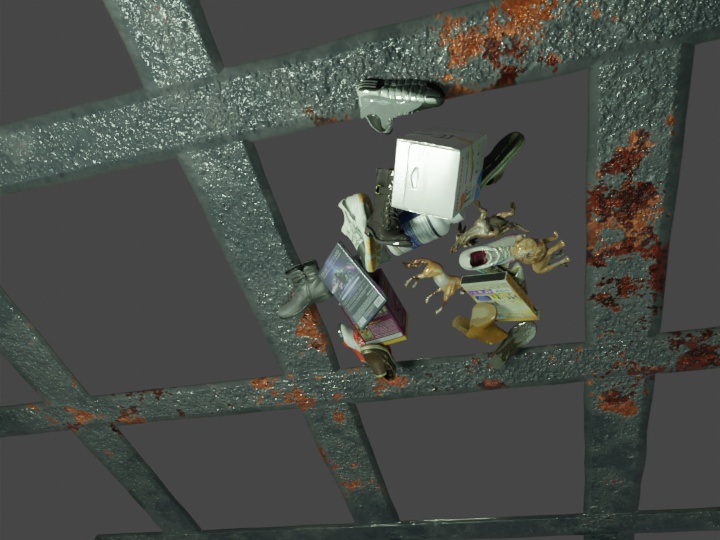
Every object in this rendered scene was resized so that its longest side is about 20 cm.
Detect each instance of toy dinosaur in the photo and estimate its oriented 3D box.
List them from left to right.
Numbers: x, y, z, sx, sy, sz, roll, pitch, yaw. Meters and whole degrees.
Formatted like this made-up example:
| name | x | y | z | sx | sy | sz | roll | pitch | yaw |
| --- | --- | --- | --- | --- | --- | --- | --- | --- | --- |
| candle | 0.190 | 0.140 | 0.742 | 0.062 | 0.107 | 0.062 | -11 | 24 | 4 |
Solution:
| name | x | y | z | sx | sy | sz | roll | pitch | yaw |
| --- | --- | --- | --- | --- | --- | --- | --- | --- | --- |
| toy dinosaur | 0.321 | -0.106 | 1.367 | 0.196 | 0.087 | 0.136 | -3 | 155 | -19 |

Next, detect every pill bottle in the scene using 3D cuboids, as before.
| name | x | y | z | sx | sy | sz | roll | pitch | yaw |
| --- | --- | --- | --- | --- | --- | --- | --- | --- | --- |
| pill bottle | 0.156 | -0.125 | 1.351 | 0.197 | 0.112 | 0.112 | -24 | 122 | 23 |

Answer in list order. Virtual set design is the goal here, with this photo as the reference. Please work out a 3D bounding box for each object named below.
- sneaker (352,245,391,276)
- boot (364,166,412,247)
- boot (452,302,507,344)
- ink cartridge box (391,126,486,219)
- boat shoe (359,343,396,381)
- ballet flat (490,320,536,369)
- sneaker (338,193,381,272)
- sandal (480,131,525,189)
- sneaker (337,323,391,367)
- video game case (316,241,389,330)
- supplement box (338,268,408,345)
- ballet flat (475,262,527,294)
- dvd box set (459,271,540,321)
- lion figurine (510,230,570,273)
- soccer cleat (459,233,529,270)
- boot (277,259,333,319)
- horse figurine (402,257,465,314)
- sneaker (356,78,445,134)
| name | x | y | z | sx | sy | sz | roll | pitch | yaw |
| --- | --- | --- | --- | --- | --- | --- | --- | --- | --- |
| sneaker | 0.000 | 0.000 | 1.486 | 0.082 | 0.075 | 0.199 | 43 | 120 | -18 |
| boot | 0.071 | -0.153 | 1.260 | 0.068 | 0.199 | 0.178 | 5 | 104 | -31 |
| boot | 0.372 | 0.157 | 1.550 | 0.142 | 0.072 | 0.201 | 23 | 155 | -18 |
| ink cartridge box | 0.174 | -0.218 | 1.177 | 0.142 | 0.200 | 0.150 | 14 | 118 | 24 |
| boat shoe | 0.061 | 0.276 | 1.594 | 0.074 | 0.076 | 0.202 | -18 | 148 | 21 |
| ballet flat | 0.463 | 0.221 | 1.637 | 0.067 | 0.046 | 0.202 | 39 | 122 | 15 |
| sneaker | -0.003 | -0.095 | 1.396 | 0.086 | 0.075 | 0.204 | -7 | 98 | 27 |
| sandal | 0.313 | -0.237 | 1.272 | 0.057 | 0.081 | 0.200 | 27 | 127 | -32 |
| sneaker | 0.019 | 0.215 | 1.664 | 0.107 | 0.068 | 0.202 | -23 | 126 | 21 |
| video game case | -0.024 | 0.042 | 1.431 | 0.201 | 0.019 | 0.143 | 50 | 134 | 13 |
| supplement box | 0.041 | 0.114 | 1.556 | 0.129 | 0.104 | 0.202 | -17 | 125 | 21 |
| ballet flat | 0.388 | -0.003 | 1.457 | 0.198 | 0.068 | 0.076 | 27 | 110 | -12 |
| dvd box set | 0.385 | 0.076 | 1.484 | 0.145 | 0.030 | 0.200 | -8 | 140 | 46 |
| lion figurine | 0.462 | -0.032 | 1.379 | 0.121 | 0.073 | 0.200 | -30 | 137 | 13 |
| soccer cleat | 0.351 | -0.042 | 1.381 | 0.196 | 0.086 | 0.071 | -17 | 97 | -2 |
| boot | -0.183 | 0.050 | 1.564 | 0.198 | 0.070 | 0.132 | -29 | 118 | 13 |
| horse figurine | 0.208 | 0.029 | 1.501 | 0.199 | 0.050 | 0.132 | 41 | 109 | -17 |
| sneaker | 0.089 | -0.359 | 1.208 | 0.196 | 0.076 | 0.117 | 10 | 134 | 11 |
